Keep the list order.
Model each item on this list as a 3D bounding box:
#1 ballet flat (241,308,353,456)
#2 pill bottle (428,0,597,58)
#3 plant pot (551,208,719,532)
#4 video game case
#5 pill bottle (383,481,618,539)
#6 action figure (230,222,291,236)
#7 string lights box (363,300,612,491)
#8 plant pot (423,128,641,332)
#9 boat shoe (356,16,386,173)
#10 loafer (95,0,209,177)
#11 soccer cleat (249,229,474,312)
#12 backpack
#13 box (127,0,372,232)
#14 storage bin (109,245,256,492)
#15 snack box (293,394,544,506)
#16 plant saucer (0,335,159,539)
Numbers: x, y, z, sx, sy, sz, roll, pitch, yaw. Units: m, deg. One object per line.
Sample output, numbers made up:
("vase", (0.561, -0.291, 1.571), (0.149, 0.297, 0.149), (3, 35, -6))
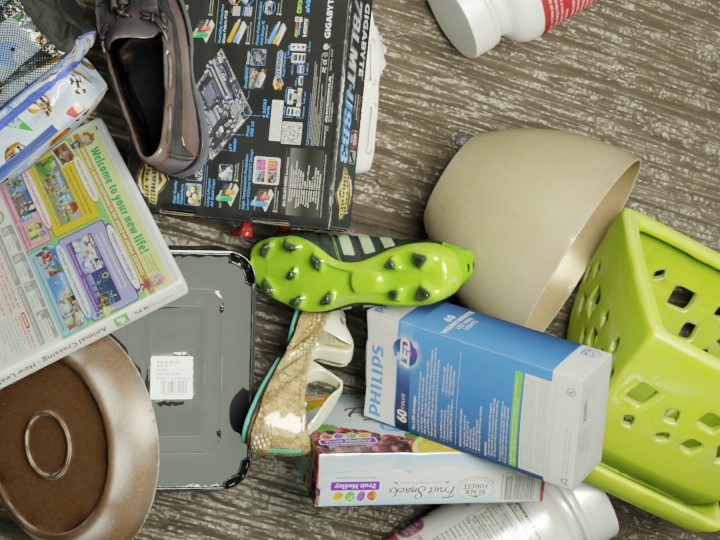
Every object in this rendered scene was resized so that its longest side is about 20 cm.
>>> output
("ballet flat", (-0.042, 0.080, 1.247), (0.065, 0.071, 0.201), (16, 52, 4))
("pill bottle", (0.160, -0.273, 1.289), (0.199, 0.112, 0.113), (-32, 100, -9))
("plant pot", (0.271, 0.098, 1.287), (0.198, 0.200, 0.182), (25, 122, -14))
("video game case", (-0.256, -0.016, 1.187), (0.181, 0.022, 0.200), (-27, 55, -7))
("pill bottle", (0.123, 0.246, 1.316), (0.199, 0.113, 0.114), (-29, 100, -10))
("action figure", (-0.086, -0.130, 1.276), (0.065, 0.052, 0.202), (2, 91, -18))
("string lights box", (0.100, 0.095, 1.204), (0.059, 0.199, 0.103), (-31, 131, -49))
("plant pot", (0.134, -0.045, 1.274), (0.134, 0.200, 0.201), (33, 86, 13))
("boat shoe", (-0.011, -0.184, 1.285), (0.065, 0.073, 0.201), (6, 92, -34))
("loafer", (-0.175, -0.175, 1.196), (0.072, 0.063, 0.201), (-20, 82, 22))
("soccer cleat", (0.000, 0.000, 1.225), (0.199, 0.081, 0.068), (4, 99, 30))
("backpack", (-0.301, -0.148, 1.165), (0.190, 0.200, 0.155), (-30, 99, 4))
("box", (-0.096, -0.139, 1.221), (0.197, 0.050, 0.201), (6, 92, 25))
("storage bin", (-0.163, 0.080, 1.249), (0.134, 0.094, 0.202), (1, 93, -13))
("snack box", (0.046, 0.153, 1.275), (0.199, 0.142, 0.053), (1, 104, -13))
("plant saucer", (-0.245, 0.140, 1.195), (0.032, 0.199, 0.202), (-3, 96, -53))
